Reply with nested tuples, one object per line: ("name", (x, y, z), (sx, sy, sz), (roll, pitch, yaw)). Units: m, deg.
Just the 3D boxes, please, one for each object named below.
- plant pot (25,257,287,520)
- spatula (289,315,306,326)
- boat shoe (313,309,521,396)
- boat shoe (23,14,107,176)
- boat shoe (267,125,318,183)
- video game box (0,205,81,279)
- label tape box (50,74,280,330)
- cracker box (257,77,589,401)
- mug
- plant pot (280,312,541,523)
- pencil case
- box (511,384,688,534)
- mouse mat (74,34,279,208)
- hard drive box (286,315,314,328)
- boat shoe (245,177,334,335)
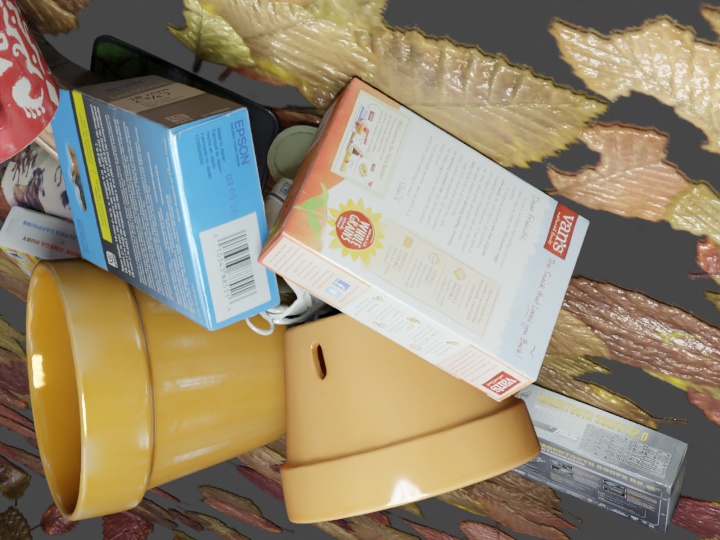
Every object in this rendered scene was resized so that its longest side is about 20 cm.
("plant pot", (-0.157, 0.084, 1.203), (0.181, 0.203, 0.200), (-6, 173, -23))
("spatula", (-0.051, 0.049, 1.250), (0.056, 0.020, 0.201), (-35, 84, 36))
("boat shoe", (0.055, 0.062, 1.333), (0.198, 0.075, 0.062), (19, 162, 2))
("boat shoe", (-0.266, -0.146, 1.145), (0.199, 0.072, 0.076), (39, -159, 9))
("boat shoe", (0.021, -0.037, 1.120), (0.197, 0.075, 0.066), (24, 163, 8))
("video game box", (-0.213, 0.024, 1.385), (0.180, 0.047, 0.200), (14, 159, 21))
("label tape box", (-0.142, -0.058, 1.064), (0.199, 0.063, 0.146), (25, 129, 51))
("cracker box", (0.046, -0.020, 1.026), (0.199, 0.135, 0.058), (30, 150, -10))
("mug", (-0.295, -0.158, 0.993), (0.132, 0.179, 0.201), (-12, 132, 14))
("plant pot", (0.023, 0.095, 1.140), (0.198, 0.142, 0.200), (-16, 178, -1))
("pencil case", (-0.224, -0.077, 1.328), (0.198, 0.089, 0.079), (8, 111, 40))
("box", (0.213, 0.177, 1.461), (0.198, 0.049, 0.159), (20, 159, 18))
("mouse mat", (-0.152, -0.080, 1.200), (0.159, 0.008, 0.201), (24, 135, 6))
("hard drive box", (-0.007, 0.076, 1.442), (0.198, 0.077, 0.156), (24, 161, 6))
("boat shoe", (-0.060, 0.008, 1.138), (0.074, 0.086, 0.202), (39, 166, 11))
